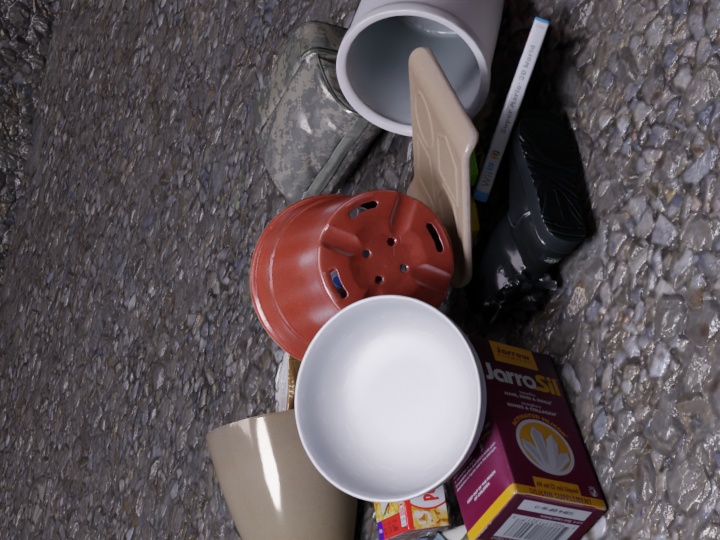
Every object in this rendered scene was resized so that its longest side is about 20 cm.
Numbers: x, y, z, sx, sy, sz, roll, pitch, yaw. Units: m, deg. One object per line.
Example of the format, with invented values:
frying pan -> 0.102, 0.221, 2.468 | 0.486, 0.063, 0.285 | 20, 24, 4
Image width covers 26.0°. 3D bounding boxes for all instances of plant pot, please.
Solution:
plant pot -> -0.080, 0.281, 1.870 | 0.187, 0.187, 0.200 | -30, 65, 54
plant pot -> 0.000, 0.000, 1.681 | 0.195, 0.201, 0.201 | 157, 123, -71

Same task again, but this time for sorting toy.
sorting toy -> 0.092, -0.111, 1.666 | 0.185, 0.036, 0.200 | -113, 18, -46

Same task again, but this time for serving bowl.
serving bowl -> 0.037, 0.126, 1.522 | 0.200, 0.066, 0.200 | -4, 80, 26

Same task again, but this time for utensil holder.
utensil holder -> 0.076, -0.276, 1.769 | 0.170, 0.170, 0.200 | -50, 15, 40

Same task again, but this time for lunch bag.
lunch bag -> -0.047, -0.197, 2.044 | 0.200, 0.139, 0.168 | -52, 35, 39

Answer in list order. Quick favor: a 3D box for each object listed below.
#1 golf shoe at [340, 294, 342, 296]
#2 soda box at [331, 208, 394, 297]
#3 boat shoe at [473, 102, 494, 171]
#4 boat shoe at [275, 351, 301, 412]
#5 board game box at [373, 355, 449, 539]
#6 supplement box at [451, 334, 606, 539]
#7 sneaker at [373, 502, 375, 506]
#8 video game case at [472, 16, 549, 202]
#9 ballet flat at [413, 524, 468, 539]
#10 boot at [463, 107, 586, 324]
golf shoe -> -0.049, 0.057, 1.919 | 0.200, 0.073, 0.092 | 81, -174, -62
soda box -> -0.027, -0.007, 2.002 | 0.200, 0.063, 0.070 | -34, 48, 54
boat shoe -> 0.107, -0.110, 1.812 | 0.073, 0.063, 0.200 | -61, -4, -73
boat shoe -> -0.081, 0.136, 2.028 | 0.069, 0.071, 0.200 | 4, 82, 62
board game box -> 0.041, 0.176, 1.632 | 0.152, 0.046, 0.200 | 125, 138, -72
supplement box -> 0.149, 0.171, 1.535 | 0.086, 0.110, 0.200 | -54, 34, 34
sneaker -> 0.072, 0.179, 1.716 | 0.116, 0.078, 0.200 | -2, 77, 63
video game case -> 0.163, -0.176, 1.697 | 0.143, 0.018, 0.200 | -57, -14, -80
ballet flat -> 0.123, 0.294, 1.587 | 0.200, 0.074, 0.074 | 19, 95, 58
boot -> 0.168, -0.052, 1.657 | 0.162, 0.073, 0.198 | 126, 147, -47
